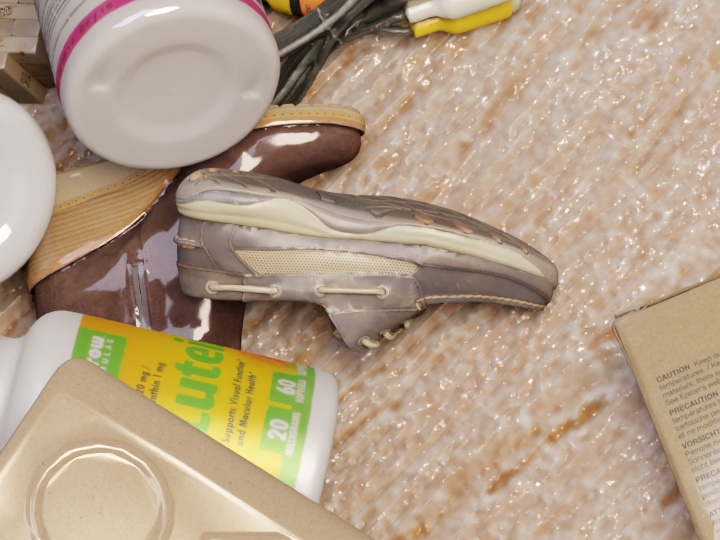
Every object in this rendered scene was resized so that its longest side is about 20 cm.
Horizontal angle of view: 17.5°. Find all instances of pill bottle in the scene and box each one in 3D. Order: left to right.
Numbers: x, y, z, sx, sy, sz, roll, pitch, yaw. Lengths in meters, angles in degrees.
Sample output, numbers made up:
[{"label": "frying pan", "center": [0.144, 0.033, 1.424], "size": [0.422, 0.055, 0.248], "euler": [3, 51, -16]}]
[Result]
[{"label": "pill bottle", "center": [-0.254, -0.065, 1.264], "size": [0.112, 0.112, 0.199], "euler": [-55, 40, -7]}, {"label": "pill bottle", "center": [-0.118, 0.083, 1.152], "size": [0.198, 0.111, 0.112], "euler": [13, 73, -5]}, {"label": "pill bottle", "center": [-0.118, -0.160, 1.222], "size": [0.113, 0.114, 0.201], "euler": [-26, 50, 7]}]

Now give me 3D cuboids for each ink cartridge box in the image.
[{"label": "ink cartridge box", "center": [0.241, 0.066, 1.102], "size": [0.199, 0.075, 0.166], "euler": [-23, 64, 9]}]

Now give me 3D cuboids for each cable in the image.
[{"label": "cable", "center": [0.002, -0.131, 1.240], "size": [0.199, 0.097, 0.051], "euler": [-31, 58, 6]}]

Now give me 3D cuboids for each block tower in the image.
[{"label": "block tower", "center": [-0.181, -0.198, 1.346], "size": [0.054, 0.058, 0.202], "euler": [4, 74, 19]}]

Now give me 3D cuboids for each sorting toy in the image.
[{"label": "sorting toy", "center": [-0.104, 0.162, 1.049], "size": [0.184, 0.037, 0.201], "euler": [31, 61, 2]}]

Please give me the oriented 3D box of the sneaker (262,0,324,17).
[{"label": "sneaker", "center": [-0.002, -0.230, 1.298], "size": [0.089, 0.070, 0.201], "euler": [25, 84, 18]}]

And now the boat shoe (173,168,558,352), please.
[{"label": "boat shoe", "center": [0.000, 0.000, 1.194], "size": [0.198, 0.075, 0.074], "euler": [11, 100, -3]}]

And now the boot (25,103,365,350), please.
[{"label": "boot", "center": [-0.076, 0.010, 1.243], "size": [0.198, 0.072, 0.168], "euler": [-16, 80, 8]}]
